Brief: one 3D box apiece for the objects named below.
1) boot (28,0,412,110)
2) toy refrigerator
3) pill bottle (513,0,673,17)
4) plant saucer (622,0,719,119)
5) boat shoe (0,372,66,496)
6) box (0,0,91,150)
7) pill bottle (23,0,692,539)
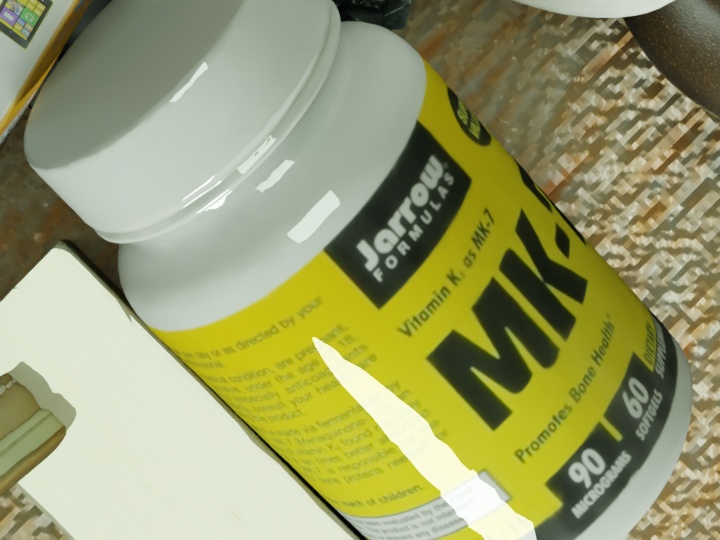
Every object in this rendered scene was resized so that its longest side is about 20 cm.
[{"bbox_3d":[-0.066,-0.133,0.882,0.162,0.073,0.199,-39,100,0],"label":"boot"},{"bbox_3d":[-0.047,0.085,0.885,0.200,0.076,0.070,45,88,-4],"label":"toy refrigerator"},{"bbox_3d":[0.080,-0.188,0.840,0.112,0.113,0.201,24,71,-4],"label":"pill bottle"},{"bbox_3d":[0.164,-0.133,0.863,0.199,0.032,0.201,-10,63,19],"label":"plant saucer"},{"bbox_3d":[-0.174,0.070,0.838,0.199,0.074,0.067,-27,96,30],"label":"boat shoe"},{"bbox_3d":[-0.145,-0.087,0.826,0.119,0.200,0.042,37,48,-4],"label":"box"},{"bbox_3d":[0.000,0.000,0.836,0.114,0.114,0.200,-46,116,-2],"label":"pill bottle"}]
